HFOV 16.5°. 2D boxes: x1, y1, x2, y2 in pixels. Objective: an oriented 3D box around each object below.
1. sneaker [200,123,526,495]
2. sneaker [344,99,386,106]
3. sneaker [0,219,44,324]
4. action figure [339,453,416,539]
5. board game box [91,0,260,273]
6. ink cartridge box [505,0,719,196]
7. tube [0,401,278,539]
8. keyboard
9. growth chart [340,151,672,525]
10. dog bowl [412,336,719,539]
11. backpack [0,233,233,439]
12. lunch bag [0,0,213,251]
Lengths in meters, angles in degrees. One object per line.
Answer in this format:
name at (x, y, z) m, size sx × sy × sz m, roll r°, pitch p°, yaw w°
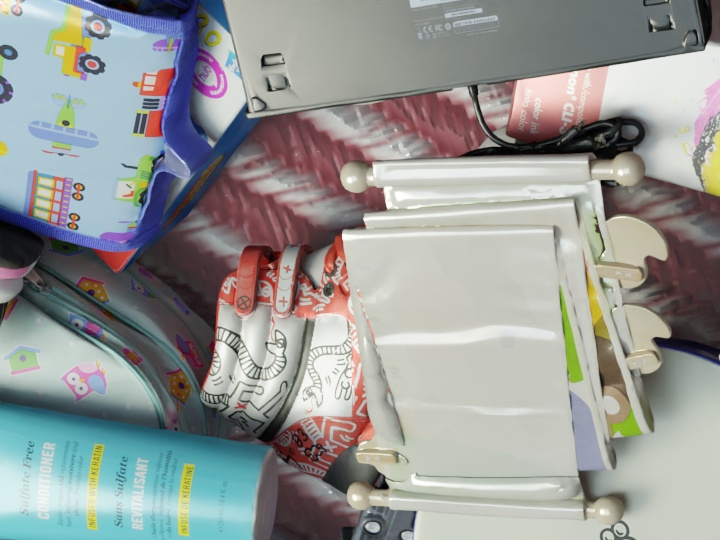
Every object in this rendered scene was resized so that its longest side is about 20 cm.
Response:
sneaker at (0.000, 0.001, 1.147) m, size 0.108 × 0.067 × 0.202 m, roll 29°, pitch 109°, yaw 3°
sneaker at (0.020, -0.145, 1.098) m, size 0.114 × 0.073 × 0.200 m, roll 50°, pitch 132°, yaw -3°
sneaker at (-0.244, -0.009, 1.147) m, size 0.200 × 0.080 × 0.087 m, roll 26°, pitch 100°, yaw 32°
action figure at (0.025, 0.175, 1.213) m, size 0.193 × 0.105 × 0.200 m, roll 15°, pitch 118°, yaw 7°
board game box at (-0.130, -0.124, 1.135) m, size 0.196 × 0.056 × 0.200 m, roll 45°, pitch 143°, yaw 2°
ink cartridge box at (0.175, -0.074, 1.030) m, size 0.200 × 0.116 × 0.068 m, roll 17°, pitch 116°, yaw 17°
tube at (-0.139, 0.096, 1.146) m, size 0.199 × 0.050 × 0.078 m, roll 5°, pitch 88°, yaw 10°
keyboard at (0.043, -0.089, 0.998) m, size 0.199 × 0.021 × 0.127 m, roll -6°, pitch 106°, yaw 22°
growth chart at (0.059, 0.032, 1.038) m, size 0.144 × 0.018 × 0.200 m, roll 6°, pitch 126°, yaw 14°
dog bowl at (0.126, 0.129, 1.118) m, size 0.200 × 0.079 × 0.201 m, roll -1°, pitch 88°, yaw 16°
backpack at (-0.162, 0.052, 1.226) m, size 0.200 × 0.127 × 0.167 m, roll 31°, pitch 117°, yaw 5°
lunch bag at (-0.156, -0.092, 1.082) m, size 0.200 × 0.094 × 0.151 m, roll 28°, pitch 138°, yaw 9°
